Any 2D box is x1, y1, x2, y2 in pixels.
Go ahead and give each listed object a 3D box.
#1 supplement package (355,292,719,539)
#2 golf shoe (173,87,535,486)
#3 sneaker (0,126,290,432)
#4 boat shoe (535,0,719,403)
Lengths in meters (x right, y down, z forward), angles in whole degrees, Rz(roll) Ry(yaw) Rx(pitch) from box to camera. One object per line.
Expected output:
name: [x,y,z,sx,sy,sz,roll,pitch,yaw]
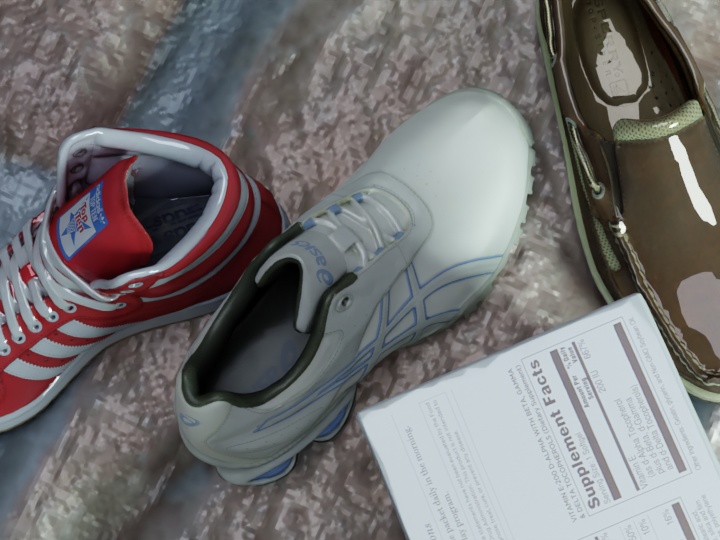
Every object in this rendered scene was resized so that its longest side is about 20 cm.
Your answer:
supplement package: [0.091,0.134,0.698,0.110,0.156,0.201,-22,74,1]
golf shoe: [0.000,0.000,0.775,0.078,0.097,0.200,36,82,16]
sneaker: [-0.129,0.005,0.782,0.199,0.113,0.071,-27,74,1]
boat shoe: [0.117,-0.044,0.780,0.074,0.075,0.203,-23,74,2]
